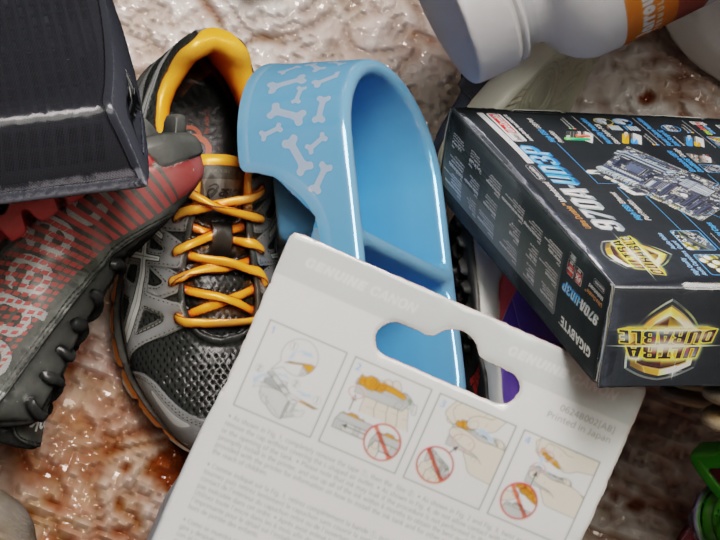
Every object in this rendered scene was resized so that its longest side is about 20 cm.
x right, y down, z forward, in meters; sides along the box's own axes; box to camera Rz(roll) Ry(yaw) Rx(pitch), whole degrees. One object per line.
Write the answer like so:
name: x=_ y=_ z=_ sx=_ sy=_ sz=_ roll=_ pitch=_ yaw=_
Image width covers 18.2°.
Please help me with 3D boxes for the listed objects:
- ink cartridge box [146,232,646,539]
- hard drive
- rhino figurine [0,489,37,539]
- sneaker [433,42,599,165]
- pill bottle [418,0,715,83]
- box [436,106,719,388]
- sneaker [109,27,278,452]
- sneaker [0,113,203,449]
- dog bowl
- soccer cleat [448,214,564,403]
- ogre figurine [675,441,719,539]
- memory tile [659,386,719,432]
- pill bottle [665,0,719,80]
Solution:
ink cartridge box: x=0.003 y=0.104 z=0.915 sx=0.160 sy=0.047 sz=0.200 roll=23 pitch=94 yaw=-4
hard drive: x=-0.163 y=-0.094 z=0.928 sx=0.135 sy=0.042 sz=0.200 roll=-7 pitch=36 yaw=-11
rhino figurine: x=-0.217 y=0.094 z=0.884 sx=0.200 sy=0.087 sz=0.060 roll=20 pitch=62 yaw=-8
sneaker: x=0.075 y=-0.127 z=1.087 sx=0.084 sy=0.075 sz=0.200 roll=27 pitch=65 yaw=20
pill bottle: x=0.121 y=-0.163 z=0.995 sx=0.200 sy=0.112 sz=0.112 roll=-27 pitch=76 yaw=-5
box: x=0.139 y=-0.014 z=0.959 sx=0.159 sy=0.046 sz=0.200 roll=1 pitch=24 yaw=-19
sneaker: x=-0.069 y=-0.014 z=0.984 sx=0.078 sy=0.077 sz=0.200 roll=-3 pitch=69 yaw=-19
sneaker: x=-0.138 y=0.017 z=0.933 sx=0.200 sy=0.071 sz=0.098 roll=-36 pitch=90 yaw=-3
dog bowl: x=0.000 y=0.000 z=0.972 sx=0.050 sy=0.111 sz=0.200 roll=-14 pitch=71 yaw=25
soccer cleat: x=0.081 y=0.064 z=0.999 sx=0.073 sy=0.068 sz=0.200 roll=0 pitch=63 yaw=-13
ogre figurine: x=0.170 y=0.120 z=0.969 sx=0.200 sy=0.120 sz=0.098 roll=-20 pitch=74 yaw=-23
memory tile: x=0.197 y=0.041 z=0.978 sx=0.153 sy=0.200 sz=0.017 roll=-1 pitch=101 yaw=-9
pill bottle: x=0.234 y=-0.193 z=1.131 sx=0.113 sy=0.113 sz=0.200 roll=30 pitch=62 yaw=-2
